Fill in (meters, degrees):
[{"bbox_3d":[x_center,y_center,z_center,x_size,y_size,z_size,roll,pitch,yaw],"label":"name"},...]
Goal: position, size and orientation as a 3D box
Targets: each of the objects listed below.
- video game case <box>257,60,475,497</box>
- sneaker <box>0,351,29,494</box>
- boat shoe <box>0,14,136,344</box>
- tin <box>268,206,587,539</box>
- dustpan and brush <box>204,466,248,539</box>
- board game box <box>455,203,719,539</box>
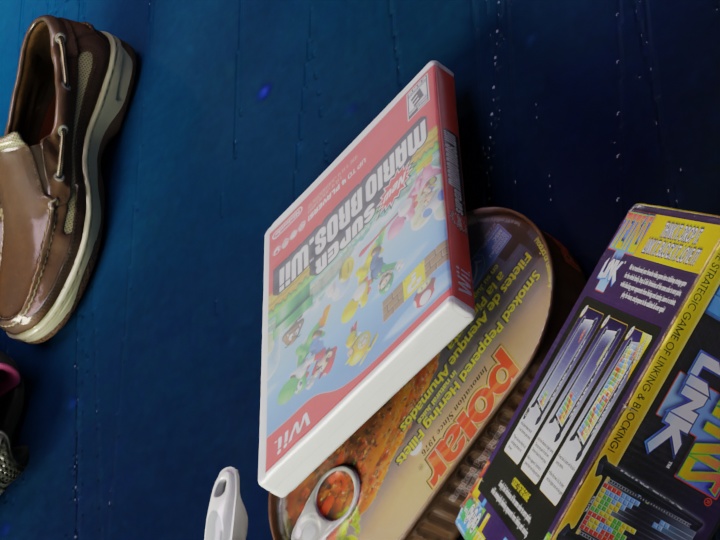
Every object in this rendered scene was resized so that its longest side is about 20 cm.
[{"bbox_3d":[0.000,0.000,1.129,0.143,0.017,0.200,-45,27,28],"label":"video game case"},{"bbox_3d":[-0.240,0.068,1.372,0.086,0.080,0.200,-35,53,13],"label":"sneaker"},{"bbox_3d":[-0.197,-0.059,1.383,0.075,0.075,0.203,-13,59,43],"label":"boat shoe"},{"bbox_3d":[0.032,0.064,1.090,0.200,0.042,0.112,-54,35,9],"label":"tin"},{"bbox_3d":[-0.064,0.196,1.099,0.139,0.057,0.201,-12,60,44],"label":"dustpan and brush"},{"bbox_3d":[0.109,0.059,0.917,0.166,0.057,0.200,-59,5,2],"label":"board game box"}]
